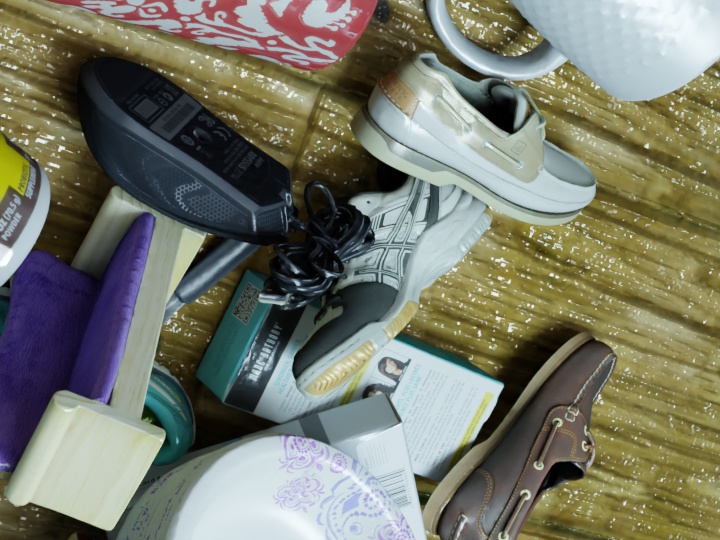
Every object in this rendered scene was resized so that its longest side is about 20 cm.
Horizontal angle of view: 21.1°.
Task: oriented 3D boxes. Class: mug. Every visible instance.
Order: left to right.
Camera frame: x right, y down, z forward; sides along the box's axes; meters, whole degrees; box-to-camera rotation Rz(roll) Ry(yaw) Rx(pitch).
[{"bbox_3d":[-0.081,-0.201,1.095,0.200,0.133,0.178,16,143,-36],"label":"mug"},{"bbox_3d":[0.132,-0.201,1.232,0.175,0.148,0.200,37,118,-28],"label":"mug"}]

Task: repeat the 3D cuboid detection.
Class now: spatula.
[{"bbox_3d":[-0.125,0.028,1.230,0.200,0.021,0.057,-45,117,-9],"label":"spatula"}]

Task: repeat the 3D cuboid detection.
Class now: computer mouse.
[{"bbox_3d":[-0.094,-0.049,1.151,0.200,0.139,0.053,38,116,2],"label":"computer mouse"}]

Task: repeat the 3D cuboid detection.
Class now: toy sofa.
[{"bbox_3d":[-0.157,0.041,1.104,0.098,0.200,0.083,24,126,-14],"label":"toy sofa"}]

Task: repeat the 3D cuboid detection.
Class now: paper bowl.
[{"bbox_3d":[-0.062,0.206,1.162,0.201,0.104,0.201,18,61,-37],"label":"paper bowl"}]

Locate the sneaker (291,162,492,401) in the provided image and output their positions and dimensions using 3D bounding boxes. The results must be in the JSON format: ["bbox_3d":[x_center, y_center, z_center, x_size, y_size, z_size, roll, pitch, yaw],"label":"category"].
[{"bbox_3d":[0.000,0.000,1.230,0.088,0.076,0.200,43,50,-4],"label":"sneaker"}]

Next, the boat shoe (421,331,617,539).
[{"bbox_3d":[0.126,0.127,1.345,0.200,0.070,0.070,-48,153,-27],"label":"boat shoe"}]

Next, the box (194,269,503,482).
[{"bbox_3d":[-0.005,0.074,1.295,0.200,0.049,0.082,24,95,-33],"label":"box"}]

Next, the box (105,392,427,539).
[{"bbox_3d":[-0.059,0.179,1.272,0.200,0.041,0.156,-18,123,-8],"label":"box"}]

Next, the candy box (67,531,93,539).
[{"bbox_3d":[-0.186,0.271,1.230,0.117,0.056,0.200,29,107,-31],"label":"candy box"}]

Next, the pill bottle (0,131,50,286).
[{"bbox_3d":[-0.275,-0.069,1.061,0.200,0.109,0.109,41,86,-33],"label":"pill bottle"}]

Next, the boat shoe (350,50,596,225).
[{"bbox_3d":[0.090,-0.085,1.261,0.200,0.075,0.068,15,120,-41],"label":"boat shoe"}]

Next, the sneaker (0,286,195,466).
[{"bbox_3d":[-0.190,0.066,1.164,0.200,0.080,0.078,18,105,-18],"label":"sneaker"}]
